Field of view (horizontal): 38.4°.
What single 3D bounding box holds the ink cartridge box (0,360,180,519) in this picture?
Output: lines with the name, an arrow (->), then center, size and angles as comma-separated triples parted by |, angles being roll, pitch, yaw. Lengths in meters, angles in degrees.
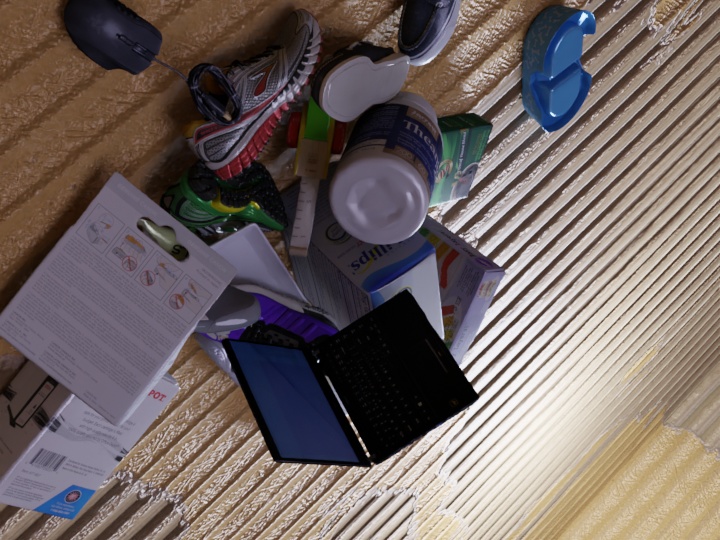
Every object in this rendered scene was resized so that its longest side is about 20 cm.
ink cartridge box -> -0.319, 0.163, 1.141 | 0.200, 0.084, 0.146 | -51, 148, -3

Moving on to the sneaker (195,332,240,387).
sneaker -> -0.124, 0.100, 1.335 | 0.115, 0.075, 0.200 | -44, 144, -7

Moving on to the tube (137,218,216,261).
tube -> -0.191, -0.010, 1.169 | 0.199, 0.052, 0.058 | 14, 79, -50

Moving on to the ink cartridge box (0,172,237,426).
ink cartridge box -> -0.243, 0.030, 1.038 | 0.200, 0.162, 0.057 | -51, -177, -3

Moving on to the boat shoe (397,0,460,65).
boat shoe -> 0.076, -0.337, 1.167 | 0.091, 0.071, 0.201 | 8, 108, -53

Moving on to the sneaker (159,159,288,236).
sneaker -> -0.149, -0.077, 1.148 | 0.085, 0.078, 0.200 | -26, 163, 22

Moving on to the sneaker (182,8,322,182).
sneaker -> -0.108, -0.192, 1.059 | 0.082, 0.078, 0.201 | 38, 71, -22

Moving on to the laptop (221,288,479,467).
laptop -> -0.013, 0.101, 1.062 | 0.199, 0.178, 0.103 | -32, 137, 0

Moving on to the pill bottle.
pill bottle -> 0.036, -0.126, 1.184 | 0.200, 0.110, 0.111 | -71, 175, -54

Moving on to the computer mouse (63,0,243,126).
computer mouse -> -0.184, -0.189, 0.951 | 0.200, 0.034, 0.059 | 28, 95, -37

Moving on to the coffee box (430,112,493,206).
coffee box -> 0.088, -0.141, 1.394 | 0.199, 0.044, 0.123 | -15, 133, -44

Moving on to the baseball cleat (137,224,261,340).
baseball cleat -> -0.199, 0.010, 1.075 | 0.199, 0.070, 0.107 | 5, 121, -9

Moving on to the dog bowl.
dog bowl -> 0.280, -0.292, 1.485 | 0.111, 0.050, 0.201 | -38, 145, -21

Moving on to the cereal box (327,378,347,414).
cereal box -> -0.048, 0.167, 1.535 | 0.144, 0.039, 0.201 | 16, 110, -56

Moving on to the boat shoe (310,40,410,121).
boat shoe -> -0.011, -0.215, 1.132 | 0.200, 0.060, 0.074 | -37, 148, -56

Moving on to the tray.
tray -> -0.132, 0.022, 1.189 | 0.107, 0.022, 0.200 | -29, 140, 0

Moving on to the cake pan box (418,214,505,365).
cake pan box -> 0.087, 0.036, 1.440 | 0.052, 0.184, 0.201 | -3, 125, -45

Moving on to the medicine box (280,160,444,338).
medicine box -> 0.000, 0.000, 1.273 | 0.103, 0.200, 0.183 | -35, 145, -18

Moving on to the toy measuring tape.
toy measuring tape -> -0.056, -0.119, 1.187 | 0.073, 0.073, 0.201 | -4, 106, -50

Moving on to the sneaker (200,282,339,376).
sneaker -> -0.093, 0.080, 1.174 | 0.199, 0.100, 0.070 | 14, 125, -36
